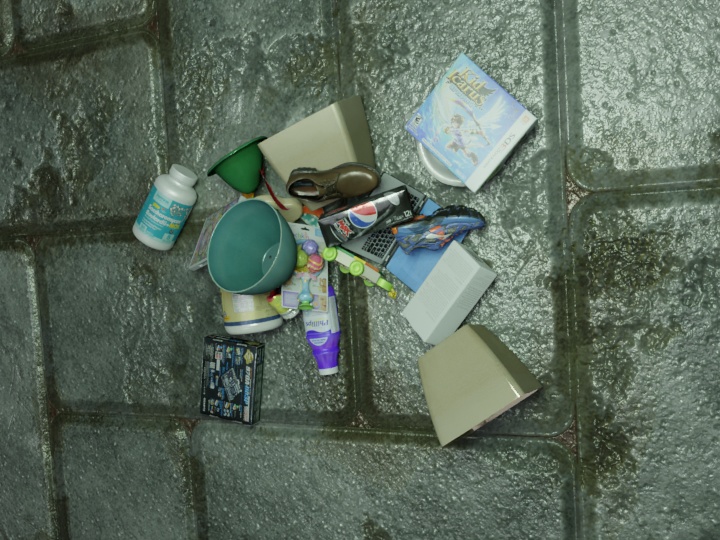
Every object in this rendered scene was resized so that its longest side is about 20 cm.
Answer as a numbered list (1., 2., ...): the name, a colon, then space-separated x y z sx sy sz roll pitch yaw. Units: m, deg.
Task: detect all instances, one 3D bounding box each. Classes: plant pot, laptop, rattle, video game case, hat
1. plant pot: -0.072 -0.248 1.417 0.197 0.200 0.180 -22 101 21
2. laptop: 0.094 -0.074 1.410 0.189 0.197 0.116 -57 34 15
3. plant pot: 0.231 0.224 1.350 0.199 0.199 0.179 -38 71 19
4. rattle: -0.185 -0.160 1.556 0.196 0.144 0.132 -15 122 6
5. video game case: -0.341 -0.085 1.540 0.198 0.018 0.146 -18 51 51
6. hat: -0.245 -0.192 1.507 0.164 0.200 0.178 -31 97 17
7. video game case: 0.215 -0.287 1.274 0.200 0.045 0.182 44 106 11
8. plant pot: -0.212 -0.035 1.400 0.196 0.134 0.205 -10 70 28

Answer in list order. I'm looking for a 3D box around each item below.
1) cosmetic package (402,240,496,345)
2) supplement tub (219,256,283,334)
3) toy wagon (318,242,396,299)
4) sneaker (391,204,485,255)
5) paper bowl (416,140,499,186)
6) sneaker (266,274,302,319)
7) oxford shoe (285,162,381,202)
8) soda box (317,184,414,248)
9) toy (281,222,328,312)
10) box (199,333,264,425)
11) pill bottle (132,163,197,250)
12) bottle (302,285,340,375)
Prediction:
1. cosmetic package: 0.188 0.052 1.388 0.202 0.070 0.102 -55 44 16
2. supplement tub: -0.262 0.040 1.541 0.141 0.144 0.205 -6 92 21
3. toy wagon: 0.000 0.000 1.431 0.197 0.155 0.040 28 87 17
4. sneaker: 0.166 -0.085 1.368 0.195 0.076 0.080 -9 114 15
5. paper bowl: 0.212 -0.278 1.355 0.196 0.104 0.206 2 95 19
6. sneaker: -0.167 0.003 1.499 0.077 0.090 0.204 -14 58 37
7. oxford shoe: -0.055 -0.167 1.304 0.195 0.085 0.074 -6 118 11
8. soda box: 0.012 -0.114 1.363 0.196 0.071 0.065 -19 104 9
9. toy: -0.119 -0.013 1.465 0.047 0.113 0.205 -29 58 59
10. box: -0.324 0.274 1.636 0.155 0.046 0.205 7 97 20
11. pill bottle: -0.482 -0.161 1.626 0.110 0.110 0.202 35 106 14
12. bottle: -0.089 0.140 1.524 0.082 0.065 0.205 -7 92 24
